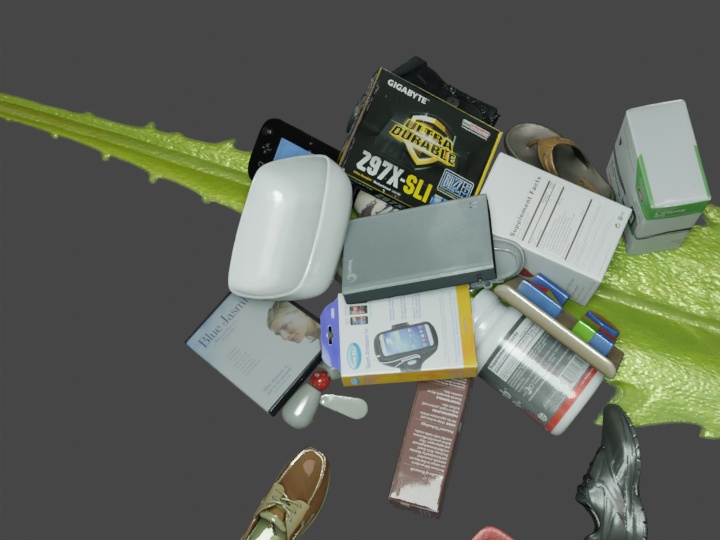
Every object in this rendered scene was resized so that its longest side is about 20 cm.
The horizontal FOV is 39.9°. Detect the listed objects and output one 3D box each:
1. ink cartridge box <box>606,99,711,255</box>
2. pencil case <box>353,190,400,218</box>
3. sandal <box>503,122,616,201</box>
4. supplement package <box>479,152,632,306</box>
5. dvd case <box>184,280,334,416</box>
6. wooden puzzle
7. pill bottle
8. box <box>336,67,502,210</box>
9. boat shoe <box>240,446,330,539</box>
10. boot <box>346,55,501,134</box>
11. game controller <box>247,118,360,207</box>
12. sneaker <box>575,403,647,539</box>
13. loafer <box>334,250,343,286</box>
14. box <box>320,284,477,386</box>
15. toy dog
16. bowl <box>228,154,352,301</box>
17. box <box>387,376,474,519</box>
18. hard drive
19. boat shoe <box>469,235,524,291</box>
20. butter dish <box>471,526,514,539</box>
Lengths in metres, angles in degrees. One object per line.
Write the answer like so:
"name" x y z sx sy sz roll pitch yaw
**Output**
"ink cartridge box" 0.408 -0.122 1.376 0.084 0.200 0.147 -9 71 2
"pencil case" 0.043 -0.087 1.439 0.089 0.078 0.201 -33 72 13
"sandal" 0.295 -0.156 1.459 0.081 0.055 0.200 -36 65 -10
"supplement package" 0.258 -0.056 1.399 0.199 0.121 0.120 25 75 10
"dvd case" -0.138 0.096 1.377 0.199 0.018 0.143 32 75 37
"wooden puzzle" 0.275 0.062 1.320 0.185 0.200 0.046 37 101 12
"pill bottle" 0.222 0.120 1.348 0.200 0.116 0.116 38 77 13
"box" 0.079 -0.164 1.384 0.199 0.049 0.161 26 81 -13
"boat shoe" -0.104 0.329 1.314 0.075 0.074 0.201 27 75 10
"boot" 0.097 -0.222 1.460 0.168 0.077 0.200 36 51 14
"game controller" -0.082 -0.143 1.444 0.199 0.042 0.105 31 98 30
"sneaker" 0.330 0.277 1.319 0.090 0.076 0.202 -3 70 9
"loafer" 0.000 0.000 1.415 0.200 0.076 0.068 41 84 14
"box" 0.049 0.084 1.293 0.198 0.042 0.120 -5 62 4
"toy dog" -0.020 0.139 1.368 0.199 0.096 0.132 -32 49 3
"bowl" -0.088 -0.049 1.355 0.074 0.199 0.202 22 76 -36
"box" 0.097 0.222 1.326 0.074 0.100 0.202 15 74 10
"hard drive" 0.075 -0.028 1.306 0.198 0.033 0.140 -11 44 12
"boat shoe" 0.121 0.000 1.335 0.200 0.065 0.075 -4 115 7
"butter dish" 0.180 0.446 1.229 0.200 0.148 0.200 38 77 13
